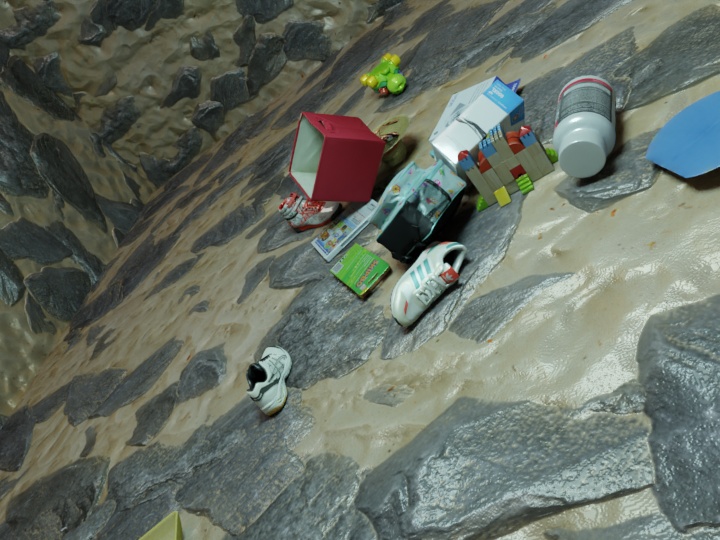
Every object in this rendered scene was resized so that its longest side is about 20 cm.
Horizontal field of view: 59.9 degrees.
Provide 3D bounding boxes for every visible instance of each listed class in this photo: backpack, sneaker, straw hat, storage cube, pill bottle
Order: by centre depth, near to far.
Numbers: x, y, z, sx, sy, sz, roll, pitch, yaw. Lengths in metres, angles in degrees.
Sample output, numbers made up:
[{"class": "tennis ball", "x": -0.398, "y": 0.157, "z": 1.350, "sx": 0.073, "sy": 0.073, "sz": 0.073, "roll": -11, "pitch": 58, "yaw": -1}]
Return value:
[{"class": "pill bottle", "x": 0.420, "y": -0.267, "z": 1.170, "sx": 0.110, "sy": 0.111, "sz": 0.201, "roll": -19, "pitch": 35, "yaw": 37}, {"class": "sneaker", "x": 0.134, "y": 0.020, "z": 1.189, "sx": 0.200, "sy": 0.070, "sz": 0.093, "roll": -53, "pitch": 23, "yaw": -23}, {"class": "backpack", "x": 0.125, "y": -0.137, "z": 1.312, "sx": 0.200, "sy": 0.153, "sz": 0.176, "roll": -41, "pitch": -9, "yaw": -30}, {"class": "sneaker", "x": -0.202, "y": 0.214, "z": 1.346, "sx": 0.075, "sy": 0.088, "sz": 0.201, "roll": -38, "pitch": 26, "yaw": 13}, {"class": "storage cube", "x": -0.065, "y": -0.294, "z": 1.635, "sx": 0.171, "sy": 0.178, "sz": 0.202, "roll": 52, "pitch": 135, "yaw": 46}, {"class": "straw hat", "x": 0.084, "y": -0.339, "z": 1.743, "sx": 0.200, "sy": 0.085, "sz": 0.202, "roll": -31, "pitch": 31, "yaw": 20}, {"class": "sneaker", "x": -0.153, "y": -0.181, "z": 1.810, "sx": 0.200, "sy": 0.108, "sz": 0.068, "roll": -15, "pitch": 38, "yaw": 42}]

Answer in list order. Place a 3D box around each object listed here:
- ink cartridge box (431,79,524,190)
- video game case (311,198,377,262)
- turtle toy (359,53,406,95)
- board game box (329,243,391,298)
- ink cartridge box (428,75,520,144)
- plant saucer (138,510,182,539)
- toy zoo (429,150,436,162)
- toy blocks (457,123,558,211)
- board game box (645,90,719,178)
[{"class": "ink cartridge box", "x": 0.259, "y": -0.287, "z": 1.360, "sx": 0.200, "sy": 0.145, "sz": 0.084, "roll": -43, "pitch": 67, "yaw": -1}, {"class": "video game case", "x": -0.038, "y": -0.117, "z": 1.667, "sx": 0.200, "sy": 0.018, "sz": 0.143, "roll": -44, "pitch": 28, "yaw": -1}, {"class": "turtle toy", "x": 0.093, "y": -0.668, "z": 2.172, "sx": 0.146, "sy": 0.101, "sz": 0.200, "roll": -42, "pitch": 28, "yaw": 1}, {"class": "board game box", "x": 0.000, "y": 0.000, "z": 1.443, "sx": 0.096, "sy": 0.030, "sz": 0.200, "roll": -46, "pitch": 25, "yaw": -4}, {"class": "ink cartridge box", "x": 0.285, "y": -0.404, "z": 1.569, "sx": 0.199, "sy": 0.041, "sz": 0.201, "roll": -12, "pitch": 41, "yaw": 45}, {"class": "plant saucer", "x": -0.392, "y": 0.576, "z": 1.134, "sx": 0.199, "sy": 0.048, "sz": 0.200, "roll": -40, "pitch": 28, "yaw": 8}, {"class": "toy zoo", "x": 0.258, "y": -0.336, "z": 1.578, "sx": 0.199, "sy": 0.020, "sz": 0.132, "roll": -22, "pitch": 34, "yaw": 35}, {"class": "toy blocks", "x": 0.289, "y": -0.227, "z": 1.259, "sx": 0.199, "sy": 0.137, "sz": 0.100, "roll": -29, "pitch": 30, "yaw": 25}, {"class": "board game box", "x": 0.554, "y": -0.205, "z": 0.988, "sx": 0.158, "sy": 0.039, "sz": 0.200, "roll": -43, "pitch": 22, "yaw": 12}]
